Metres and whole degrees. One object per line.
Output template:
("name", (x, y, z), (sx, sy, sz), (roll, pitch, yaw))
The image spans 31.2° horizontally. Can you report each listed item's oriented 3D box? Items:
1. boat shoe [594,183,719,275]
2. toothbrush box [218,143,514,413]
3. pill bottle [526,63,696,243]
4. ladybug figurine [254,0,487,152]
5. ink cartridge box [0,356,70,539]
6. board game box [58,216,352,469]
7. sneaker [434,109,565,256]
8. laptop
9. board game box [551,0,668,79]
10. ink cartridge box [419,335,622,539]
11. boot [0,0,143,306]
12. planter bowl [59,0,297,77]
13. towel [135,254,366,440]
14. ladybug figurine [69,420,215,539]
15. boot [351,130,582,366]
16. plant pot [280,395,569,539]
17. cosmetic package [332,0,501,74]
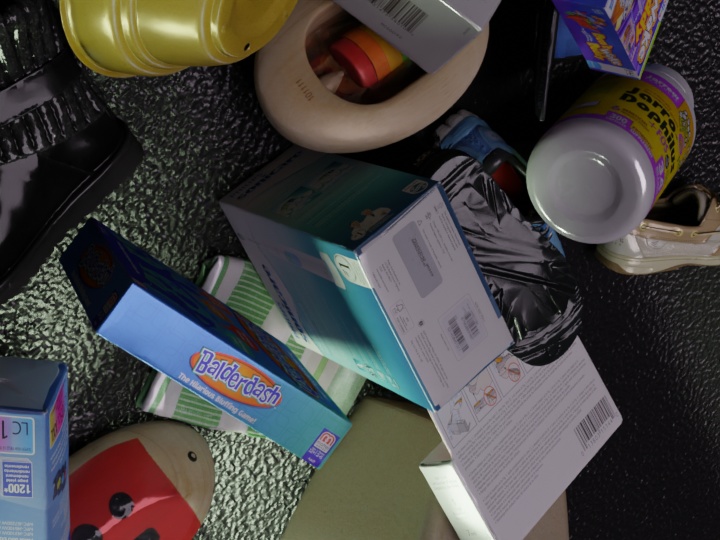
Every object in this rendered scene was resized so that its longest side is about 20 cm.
("boat shoe", (0.318, -0.046, 1.238), (0.199, 0.074, 0.067), (-13, 125, -28))
("toothbrush box", (0.000, 0.000, 0.956), (0.085, 0.200, 0.147), (-39, 119, -21))
("pill bottle", (0.218, -0.108, 1.080), (0.200, 0.104, 0.105), (-45, 139, -51))
("ladybug figurine", (0.008, -0.156, 0.949), (0.200, 0.136, 0.072), (-34, 172, -22))
("ink cartridge box", (-0.278, 0.162, 0.917), (0.136, 0.076, 0.201), (5, 116, 0))
("board game box", (-0.113, 0.051, 0.932), (0.200, 0.152, 0.045), (36, 92, -30))
("sneaker", (0.128, -0.043, 1.104), (0.078, 0.090, 0.200), (-45, 130, -6))
("laptop", (0.198, -0.234, 1.037), (0.103, 0.200, 0.178), (5, 118, 4))
("board game box", (0.214, -0.266, 0.986), (0.134, 0.045, 0.201), (32, 77, -63))
("ink cartridge box", (0.119, 0.106, 1.059), (0.200, 0.045, 0.177), (-37, 104, -42))
("boot", (-0.255, -0.076, 0.840), (0.211, 0.079, 0.158), (-48, 137, -17))
("planter bowl", (-0.092, -0.196, 0.829), (0.200, 0.083, 0.201), (-47, 157, -26))
("towel", (-0.072, 0.074, 1.076), (0.199, 0.023, 0.153), (20, 101, -38))
("ladybug figurine", (-0.197, 0.206, 1.029), (0.200, 0.072, 0.136), (-39, 129, -11))
("boot", (0.080, -0.032, 1.013), (0.076, 0.168, 0.200), (-39, 115, -3))
("plant pot", (0.069, 0.217, 1.140), (0.199, 0.200, 0.178), (14, 91, -37))
("cosmetic package", (0.071, -0.253, 0.899), (0.107, 0.085, 0.200), (36, 65, -10))
